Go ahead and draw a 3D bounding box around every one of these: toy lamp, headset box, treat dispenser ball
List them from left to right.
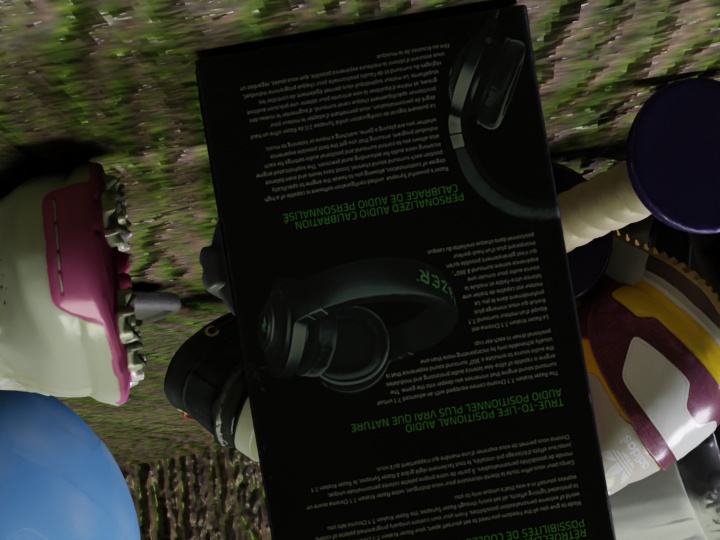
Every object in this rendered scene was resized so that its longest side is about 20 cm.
[{"bbox_3d":[-0.210,0.147,1.488,0.200,0.202,0.201,-10,175,-1],"label":"treat dispenser ball"},{"bbox_3d":[0.017,0.043,0.840,0.092,0.201,0.174,-9,174,0],"label":"headset box"},{"bbox_3d":[0.082,-0.022,1.049,0.058,0.059,0.200,-8,173,-16],"label":"toy lamp"}]

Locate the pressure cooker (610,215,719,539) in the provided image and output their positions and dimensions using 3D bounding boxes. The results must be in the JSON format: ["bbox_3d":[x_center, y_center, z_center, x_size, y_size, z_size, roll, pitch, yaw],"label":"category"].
[{"bbox_3d":[0.088,0.071,1.372,0.199,0.180,0.176,-13,177,22],"label":"pressure cooker"}]

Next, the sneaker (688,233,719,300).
[{"bbox_3d":[0.186,-0.026,1.082,0.120,0.084,0.200,-18,-179,-31],"label":"sneaker"}]

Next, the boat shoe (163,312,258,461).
[{"bbox_3d":[-0.019,0.038,1.480,0.063,0.074,0.201,30,-153,25],"label":"boat shoe"}]

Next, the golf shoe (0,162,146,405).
[{"bbox_3d":[-0.116,0.012,0.955,0.091,0.076,0.200,-6,173,-9],"label":"golf shoe"}]

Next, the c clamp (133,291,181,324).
[{"bbox_3d":[-0.169,0.033,1.311,0.170,0.027,0.200,-11,175,12],"label":"c clamp"}]

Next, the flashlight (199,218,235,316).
[{"bbox_3d":[0.000,0.000,1.069,0.068,0.068,0.200,-14,173,13],"label":"flashlight"}]

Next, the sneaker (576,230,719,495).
[{"bbox_3d":[0.076,0.030,1.165,0.090,0.075,0.200,-40,-160,-11],"label":"sneaker"}]
